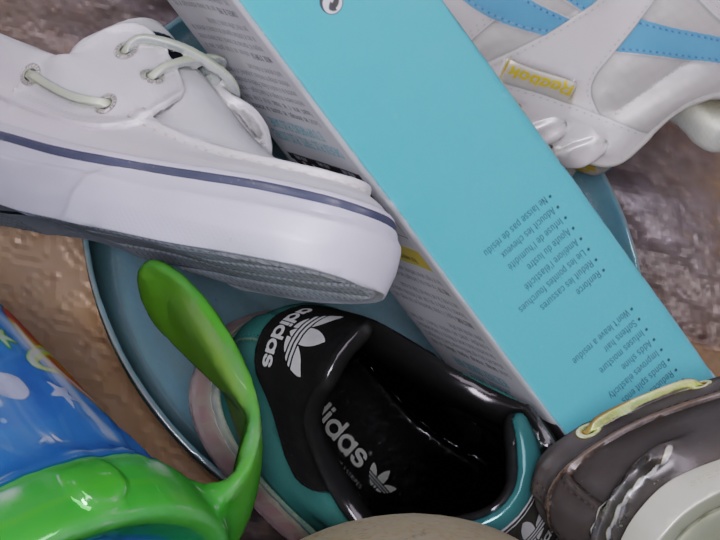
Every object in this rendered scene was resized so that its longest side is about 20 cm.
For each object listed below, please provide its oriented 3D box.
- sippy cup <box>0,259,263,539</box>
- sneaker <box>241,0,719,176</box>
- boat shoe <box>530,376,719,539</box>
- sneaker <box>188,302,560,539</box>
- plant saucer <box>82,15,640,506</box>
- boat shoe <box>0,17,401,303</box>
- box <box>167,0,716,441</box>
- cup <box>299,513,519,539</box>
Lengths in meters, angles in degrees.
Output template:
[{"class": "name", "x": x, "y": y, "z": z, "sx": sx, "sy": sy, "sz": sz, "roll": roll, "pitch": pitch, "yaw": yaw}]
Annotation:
[{"class": "sippy cup", "x": -0.124, "y": 0.060, "z": 0.686, "sx": 0.177, "sy": 0.140, "sz": 0.131, "roll": -6, "pitch": 49, "yaw": -50}, {"class": "sneaker", "x": 0.050, "y": -0.068, "z": 0.837, "sx": 0.199, "sy": 0.076, "sz": 0.081, "roll": -8, "pitch": 86, "yaw": -23}, {"class": "boat shoe", "x": 0.141, "y": 0.053, "z": 0.738, "sx": 0.200, "sy": 0.072, "sz": 0.061, "roll": -8, "pitch": 29, "yaw": -33}, {"class": "sneaker", "x": 0.038, "y": 0.085, "z": 0.750, "sx": 0.200, "sy": 0.080, "sz": 0.072, "roll": 41, "pitch": 70, "yaw": -16}, {"class": "plant saucer", "x": 0.000, "y": 0.000, "z": 0.837, "sx": 0.199, "sy": 0.027, "sz": 0.201, "roll": 12, "pitch": 59, "yaw": -22}, {"class": "boat shoe", "x": -0.068, "y": -0.040, "z": 0.737, "sx": 0.073, "sy": 0.199, "sz": 0.067, "roll": 24, "pitch": 81, "yaw": -53}, {"class": "box", "x": 0.017, "y": -0.033, "z": 0.752, "sx": 0.049, "sy": 0.082, "sz": 0.200, "roll": -41, "pitch": 110, "yaw": -9}, {"class": "cup", "x": 0.016, "y": 0.148, "z": 0.669, "sx": 0.199, "sy": 0.201, "sz": 0.144, "roll": 15, "pitch": 36, "yaw": -18}]
